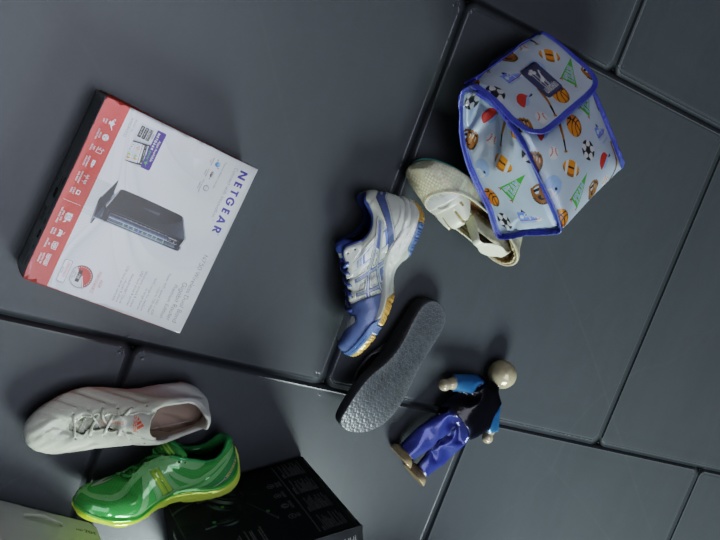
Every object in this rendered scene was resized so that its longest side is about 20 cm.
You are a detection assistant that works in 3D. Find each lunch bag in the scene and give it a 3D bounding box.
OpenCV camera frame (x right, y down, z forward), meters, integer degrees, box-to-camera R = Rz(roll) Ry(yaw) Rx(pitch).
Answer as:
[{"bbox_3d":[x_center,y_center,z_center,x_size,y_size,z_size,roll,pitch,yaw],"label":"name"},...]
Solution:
[{"bbox_3d":[0.209,-0.165,1.111,0.170,0.124,0.200,-40,111,-36],"label":"lunch bag"}]

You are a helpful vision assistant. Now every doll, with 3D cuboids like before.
[{"bbox_3d":[0.134,0.193,1.251,0.200,0.048,0.137,-40,121,-10],"label":"doll"}]

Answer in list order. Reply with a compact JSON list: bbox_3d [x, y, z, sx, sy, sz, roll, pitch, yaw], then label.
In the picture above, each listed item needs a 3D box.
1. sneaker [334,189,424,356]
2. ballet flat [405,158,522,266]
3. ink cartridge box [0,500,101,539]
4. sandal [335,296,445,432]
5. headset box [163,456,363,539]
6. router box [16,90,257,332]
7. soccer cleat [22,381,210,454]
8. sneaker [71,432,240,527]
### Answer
[{"bbox_3d":[0.000,0.000,1.112,0.088,0.075,0.201,20,89,-20],"label":"sneaker"},{"bbox_3d":[0.134,-0.068,1.147,0.200,0.067,0.063,30,47,-32],"label":"ballet flat"},{"bbox_3d":[-0.386,0.368,1.013,0.146,0.086,0.201,25,95,-32],"label":"ink cartridge box"},{"bbox_3d":[0.037,0.121,1.186,0.200,0.043,0.076,-52,129,-15],"label":"sandal"},{"bbox_3d":[-0.121,0.318,1.083,0.199,0.174,0.093,-12,111,-25],"label":"headset box"},{"bbox_3d":[-0.230,-0.058,0.974,0.179,0.049,0.201,23,94,-32],"label":"router box"},{"bbox_3d":[-0.261,0.162,1.014,0.199,0.078,0.070,-8,110,-25],"label":"soccer cleat"},{"bbox_3d":[-0.232,0.228,1.058,0.199,0.074,0.084,-11,114,-34],"label":"sneaker"}]
